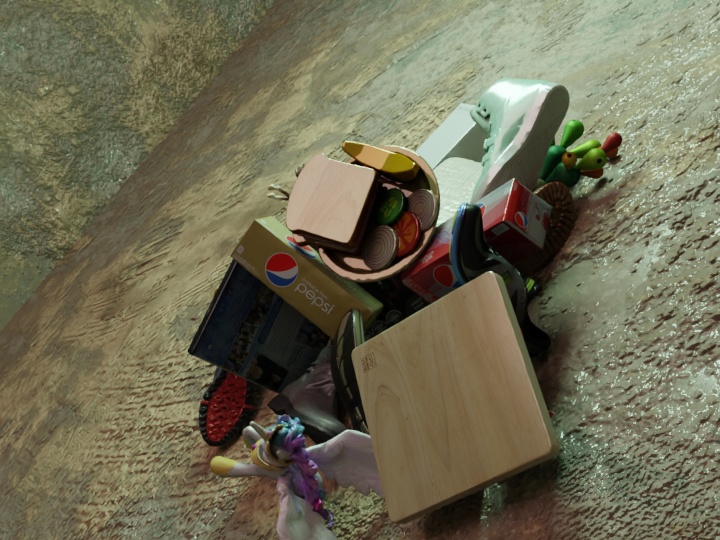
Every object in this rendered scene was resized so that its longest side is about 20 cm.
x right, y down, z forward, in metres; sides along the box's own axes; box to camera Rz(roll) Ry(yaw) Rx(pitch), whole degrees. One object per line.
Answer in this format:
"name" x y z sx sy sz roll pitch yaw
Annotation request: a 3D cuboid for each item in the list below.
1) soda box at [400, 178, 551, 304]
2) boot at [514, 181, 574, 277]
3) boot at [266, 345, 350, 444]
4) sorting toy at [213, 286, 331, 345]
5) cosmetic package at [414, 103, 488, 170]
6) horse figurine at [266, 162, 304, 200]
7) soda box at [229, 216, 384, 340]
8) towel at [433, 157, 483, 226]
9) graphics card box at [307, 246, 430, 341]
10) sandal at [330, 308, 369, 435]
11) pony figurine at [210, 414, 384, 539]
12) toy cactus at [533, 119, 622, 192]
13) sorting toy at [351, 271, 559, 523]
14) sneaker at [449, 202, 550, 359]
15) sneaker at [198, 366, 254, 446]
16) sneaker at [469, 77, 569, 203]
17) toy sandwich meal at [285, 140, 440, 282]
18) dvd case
"soda box" 0.134 -0.030 1.138 0.200 0.063 0.070 -32 31 48
"boot" 0.188 -0.032 1.202 0.200 0.075 0.107 -52 21 -13
"boot" -0.039 0.160 1.259 0.132 0.070 0.200 -46 29 -15
"sorting toy" -0.133 0.027 1.465 0.200 0.107 0.180 2 32 10
"cosmetic package" 0.133 -0.164 1.483 0.200 0.071 0.101 -47 25 -6
"horse figurine" -0.102 -0.070 1.531 0.050 0.132 0.200 -72 7 -57
"soda box" -0.069 0.014 1.249 0.064 0.200 0.068 -54 -8 14
"towel" 0.131 -0.096 1.335 0.132 0.035 0.200 17 44 36
"graphics card box" 0.000 0.000 1.290 0.125 0.200 0.051 -36 -3 14
"sandal" 0.013 0.142 1.158 0.080 0.057 0.201 -50 51 49
"pony figurine" -0.068 0.240 1.072 0.167 0.193 0.200 -54 7 -27
"toy cactus" 0.246 -0.136 1.263 0.165 0.102 0.200 -57 35 -4
"sorting toy" 0.104 0.137 0.992 0.199 0.070 0.200 -32 56 29
"sneaker" 0.155 0.011 1.047 0.083 0.200 0.071 -18 17 24
"sneaker" -0.196 0.185 1.473 0.096 0.079 0.200 108 178 -62
"sneaker" 0.179 -0.159 1.233 0.118 0.074 0.201 28 87 48
"toy sandwich meal" 0.003 -0.082 1.196 0.205 0.070 0.205 -10 68 27
"dvd case" -0.129 0.086 1.314 0.018 0.200 0.143 15 78 51
